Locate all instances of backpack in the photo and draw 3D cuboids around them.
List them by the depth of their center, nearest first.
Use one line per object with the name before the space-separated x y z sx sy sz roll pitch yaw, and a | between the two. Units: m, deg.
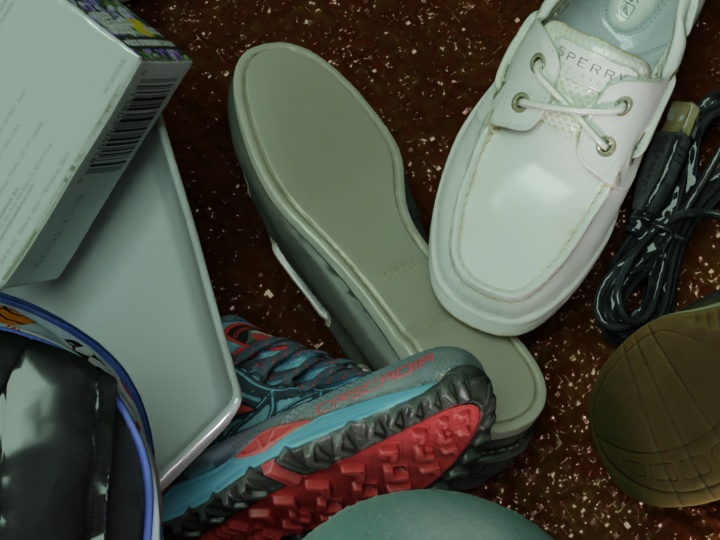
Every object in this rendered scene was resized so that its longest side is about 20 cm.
backpack | -0.148 0.099 0.892 0.200 0.154 0.191 11 103 -12

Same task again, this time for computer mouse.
computer mouse | 0.198 -0.001 1.035 0.200 0.044 0.110 15 73 20

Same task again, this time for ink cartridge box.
ink cartridge box | -0.175 -0.096 1.051 0.200 0.050 0.109 38 107 15

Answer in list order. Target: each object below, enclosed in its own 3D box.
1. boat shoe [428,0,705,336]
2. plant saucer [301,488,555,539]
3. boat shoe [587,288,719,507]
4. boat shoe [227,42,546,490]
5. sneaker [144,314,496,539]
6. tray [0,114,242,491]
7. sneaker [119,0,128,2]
boat shoe | 0.083 -0.070 1.039 0.071 0.069 0.200 24 67 3
plant saucer | 0.041 0.174 0.944 0.039 0.201 0.201 -17 68 52
boat shoe | 0.158 0.031 0.977 0.065 0.200 0.073 -16 78 -36
boat shoe | 0.000 0.000 1.062 0.067 0.057 0.200 -18 63 -32
sneaker | -0.039 0.054 1.012 0.200 0.079 0.096 -23 61 32
tray | -0.092 0.020 1.035 0.107 0.022 0.200 -45 38 21
sneaker | -0.154 -0.122 1.108 0.200 0.089 0.079 -39 71 -1
